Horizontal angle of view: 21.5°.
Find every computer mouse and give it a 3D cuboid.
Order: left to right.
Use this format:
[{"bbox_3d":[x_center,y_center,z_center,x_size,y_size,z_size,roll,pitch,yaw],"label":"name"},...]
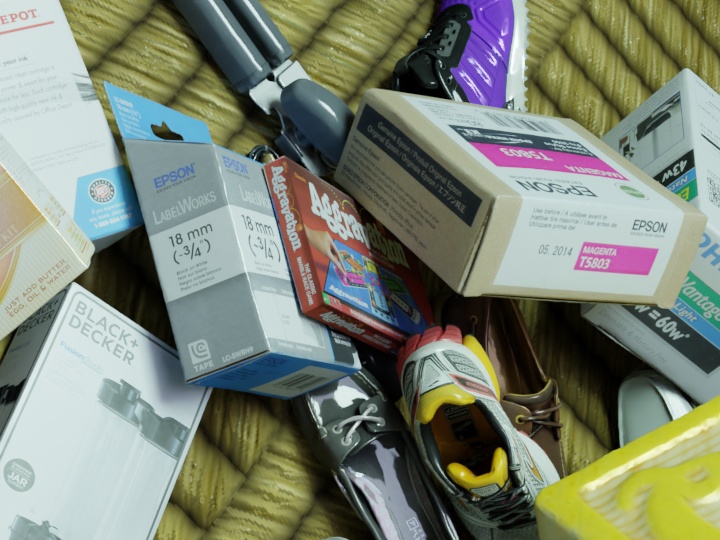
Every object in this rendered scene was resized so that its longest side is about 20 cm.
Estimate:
[{"bbox_3d":[-0.021,0.001,1.302,0.058,0.034,0.201,-34,94,-40],"label":"computer mouse"}]

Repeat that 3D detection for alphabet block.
[{"bbox_3d":[0.250,0.229,1.246,0.195,0.195,0.201,-25,124,-22],"label":"alphabet block"}]

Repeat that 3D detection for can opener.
[{"bbox_3d":[-0.063,-0.154,1.307,0.201,0.067,0.053,54,49,-11],"label":"can opener"}]

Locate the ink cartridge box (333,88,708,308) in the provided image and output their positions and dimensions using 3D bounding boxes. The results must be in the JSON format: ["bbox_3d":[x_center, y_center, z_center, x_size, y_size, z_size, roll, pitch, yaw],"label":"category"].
[{"bbox_3d":[0.108,-0.048,1.282,0.199,0.076,0.165,4,25,-38],"label":"ink cartridge box"}]

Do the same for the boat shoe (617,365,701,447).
[{"bbox_3d":[0.228,0.170,1.403,0.068,0.074,0.202,-8,79,-45],"label":"boat shoe"}]

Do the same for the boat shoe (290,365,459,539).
[{"bbox_3d":[0.019,0.137,1.253,0.067,0.057,0.201,-29,92,-16],"label":"boat shoe"}]

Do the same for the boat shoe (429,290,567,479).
[{"bbox_3d":[0.107,0.103,1.338,0.072,0.067,0.202,-15,82,-40],"label":"boat shoe"}]

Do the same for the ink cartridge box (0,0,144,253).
[{"bbox_3d":[-0.226,-0.098,1.158,0.115,0.067,0.202,-19,86,-40],"label":"ink cartridge box"}]

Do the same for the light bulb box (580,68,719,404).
[{"bbox_3d":[0.275,-0.009,1.437,0.198,0.125,0.201,36,34,-21],"label":"light bulb box"}]

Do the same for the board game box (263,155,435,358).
[{"bbox_3d":[0.000,0.000,1.256,0.200,0.019,0.104,29,40,-62],"label":"board game box"}]

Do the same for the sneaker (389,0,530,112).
[{"bbox_3d":[0.069,-0.154,1.409,0.099,0.069,0.202,11,66,-32],"label":"sneaker"}]

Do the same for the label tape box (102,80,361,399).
[{"bbox_3d":[-0.079,-0.026,1.198,0.144,0.063,0.202,17,53,-67],"label":"label tape box"}]

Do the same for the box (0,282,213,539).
[{"bbox_3d":[-0.175,0.122,1.116,0.116,0.060,0.201,36,54,-22],"label":"box"}]

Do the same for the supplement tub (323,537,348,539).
[{"bbox_3d":[0.038,0.263,1.172,0.199,0.144,0.145,33,56,-23],"label":"supplement tub"}]

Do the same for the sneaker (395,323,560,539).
[{"bbox_3d":[0.080,0.136,1.260,0.201,0.077,0.082,57,14,-26],"label":"sneaker"}]

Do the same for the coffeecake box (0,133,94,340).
[{"bbox_3d":[-0.269,-0.036,1.045,0.153,0.073,0.200,-39,100,2],"label":"coffeecake box"}]
